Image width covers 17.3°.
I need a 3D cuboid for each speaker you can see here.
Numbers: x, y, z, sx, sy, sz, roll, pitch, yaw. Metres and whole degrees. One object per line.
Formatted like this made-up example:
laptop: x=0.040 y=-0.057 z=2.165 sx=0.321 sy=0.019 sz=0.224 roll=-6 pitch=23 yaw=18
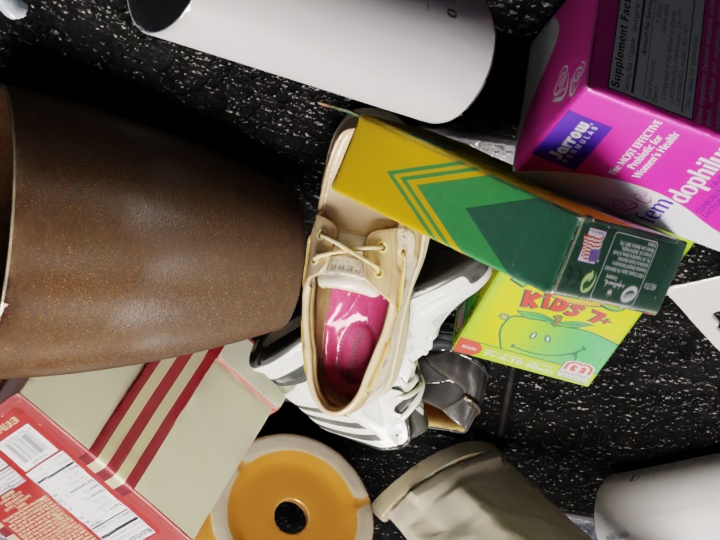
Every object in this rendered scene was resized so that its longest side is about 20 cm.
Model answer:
speaker: x=0.276 y=0.172 z=1.747 sx=0.200 sy=0.081 sz=0.081 roll=-16 pitch=139 yaw=34
speaker: x=-0.025 y=-0.143 z=1.288 sx=0.200 sy=0.081 sz=0.081 roll=14 pitch=151 yaw=-37

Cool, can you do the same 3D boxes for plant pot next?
plant pot: x=-0.076 y=0.209 z=1.767 sx=0.200 sy=0.201 sz=0.183 roll=18 pitch=154 yaw=-12
plant pot: x=-0.143 y=-0.016 z=1.509 sx=0.199 sy=0.187 sz=0.187 roll=5 pitch=150 yaw=-19

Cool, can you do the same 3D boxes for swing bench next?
swing bench: x=0.127 y=0.246 z=1.774 sx=0.199 sy=0.130 sz=0.200 roll=43 pitch=160 yaw=30

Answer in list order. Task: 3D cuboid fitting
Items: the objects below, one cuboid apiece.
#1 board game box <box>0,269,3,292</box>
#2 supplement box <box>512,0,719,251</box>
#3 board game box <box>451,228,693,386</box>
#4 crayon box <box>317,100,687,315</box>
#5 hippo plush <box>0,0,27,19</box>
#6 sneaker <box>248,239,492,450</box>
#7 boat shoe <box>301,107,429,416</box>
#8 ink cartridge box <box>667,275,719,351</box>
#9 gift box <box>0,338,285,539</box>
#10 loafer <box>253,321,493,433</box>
board game box: x=-0.277 y=0.052 z=1.604 sx=0.032 sy=0.200 sz=0.120 roll=26 pitch=144 yaw=-19
supplement box: x=0.200 y=-0.085 z=1.352 sx=0.199 sy=0.104 sz=0.101 roll=20 pitch=147 yaw=-12
board game box: x=0.138 y=0.000 z=1.548 sx=0.101 sy=0.048 sz=0.200 roll=16 pitch=147 yaw=-8
crayon box: x=0.075 y=-0.038 z=1.383 sx=0.200 sy=0.051 sz=0.127 roll=27 pitch=-171 yaw=35
hippo plush: x=-0.233 y=-0.216 z=1.274 sx=0.200 sy=0.160 sz=0.161 roll=-27 pitch=174 yaw=-17
sneaker: x=0.032 y=0.050 z=1.598 sx=0.200 sy=0.076 sz=0.115 roll=-28 pitch=117 yaw=34
boat shoe: x=0.000 y=0.000 z=1.486 sx=0.074 sy=0.069 sz=0.201 roll=8 pitch=111 yaw=16
ink cartridge box: x=0.303 y=-0.009 z=1.465 sx=0.200 sy=0.068 sz=0.116 roll=-16 pitch=139 yaw=30
gift box: x=-0.178 y=0.085 z=1.650 sx=0.200 sy=0.187 sz=0.184 roll=46 pitch=138 yaw=-16
loafer: x=-0.006 y=0.080 z=1.689 sx=0.199 sy=0.072 sz=0.073 roll=-4 pitch=146 yaw=22
